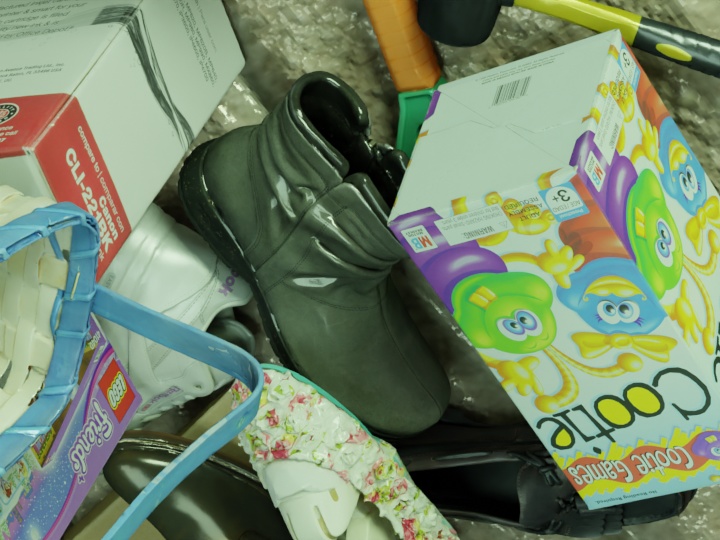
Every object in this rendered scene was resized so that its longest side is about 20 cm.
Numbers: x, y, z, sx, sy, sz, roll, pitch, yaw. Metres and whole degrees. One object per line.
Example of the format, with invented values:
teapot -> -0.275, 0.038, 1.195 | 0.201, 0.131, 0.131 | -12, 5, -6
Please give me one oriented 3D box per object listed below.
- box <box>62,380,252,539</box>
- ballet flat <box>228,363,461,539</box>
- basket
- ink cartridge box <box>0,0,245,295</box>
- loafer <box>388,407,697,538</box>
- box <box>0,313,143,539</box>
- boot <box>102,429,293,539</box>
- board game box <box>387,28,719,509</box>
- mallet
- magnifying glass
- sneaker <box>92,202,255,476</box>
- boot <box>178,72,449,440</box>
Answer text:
box -> -0.064, 0.161, 1.384 | 0.163, 0.021, 0.200 | 37, 131, -14
ballet flat -> -0.001, 0.130, 1.230 | 0.075, 0.064, 0.200 | -18, 127, 39
basket -> -0.163, 0.051, 1.004 | 0.199, 0.176, 0.140 | 29, 130, 15
ink cartridge box -> -0.163, -0.076, 1.155 | 0.143, 0.200, 0.084 | -4, 125, 27
loafer -> 0.080, 0.117, 1.271 | 0.199, 0.063, 0.072 | 6, 126, 21
box -> -0.187, 0.070, 1.179 | 0.039, 0.200, 0.137 | -16, 115, 26
boot -> -0.069, 0.172, 1.311 | 0.199, 0.097, 0.075 | 35, 132, -15
board game box -> 0.115, 0.004, 1.127 | 0.104, 0.103, 0.200 | -16, 126, 32
mallet -> 0.120, -0.107, 1.114 | 0.199, 0.041, 0.066 | 25, 131, 1
magnifying glass -> 0.036, -0.075, 1.182 | 0.079, 0.022, 0.201 | -6, 120, 28
sneaker -> -0.117, 0.058, 1.311 | 0.099, 0.075, 0.201 | 25, 132, 0
boot -> 0.000, 0.000, 1.191 | 0.200, 0.068, 0.130 | 51, 146, -14
